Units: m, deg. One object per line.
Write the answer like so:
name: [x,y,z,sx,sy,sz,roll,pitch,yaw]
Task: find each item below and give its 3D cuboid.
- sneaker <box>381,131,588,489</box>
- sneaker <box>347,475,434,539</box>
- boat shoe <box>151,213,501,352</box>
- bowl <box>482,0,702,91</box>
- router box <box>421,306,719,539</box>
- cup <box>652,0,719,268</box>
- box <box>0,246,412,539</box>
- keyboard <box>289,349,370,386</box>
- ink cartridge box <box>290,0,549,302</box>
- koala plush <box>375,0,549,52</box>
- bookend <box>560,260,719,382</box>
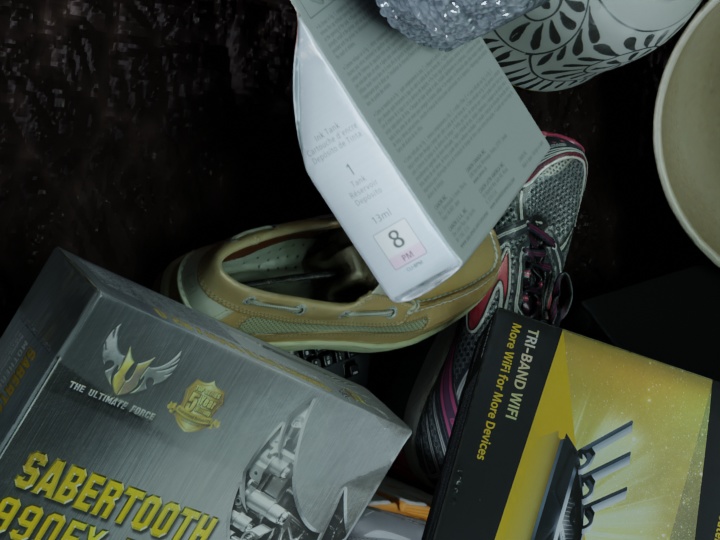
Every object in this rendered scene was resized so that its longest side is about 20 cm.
sneaker: [0.082,0.024,1.101,0.080,0.074,0.202,28,78,-42]
sneaker: [0.042,0.161,1.092,0.200,0.078,0.078,32,83,-42]
boat shoe: [0.000,0.000,0.996,0.199,0.076,0.072,-15,74,-38]
bowl: [0.138,-0.192,1.099,0.200,0.094,0.203,-11,105,-43]
router box: [0.109,0.138,0.999,0.156,0.052,0.201,18,66,-3]
cup: [0.268,-0.099,1.191,0.143,0.198,0.202,-66,150,-69]
box: [-0.092,0.098,0.930,0.199,0.048,0.159,28,98,-41]
keyboard: [-0.061,0.062,0.997,0.199,0.039,0.105,-19,111,-39]
ink cartridge box: [0.003,-0.104,0.973,0.201,0.057,0.163,54,29,-7]
koala plush: [0.051,-0.216,0.930,0.183,0.177,0.201,-33,98,-51]
bookend: [0.223,0.098,1.159,0.199,0.199,0.092,-16,149,-41]
